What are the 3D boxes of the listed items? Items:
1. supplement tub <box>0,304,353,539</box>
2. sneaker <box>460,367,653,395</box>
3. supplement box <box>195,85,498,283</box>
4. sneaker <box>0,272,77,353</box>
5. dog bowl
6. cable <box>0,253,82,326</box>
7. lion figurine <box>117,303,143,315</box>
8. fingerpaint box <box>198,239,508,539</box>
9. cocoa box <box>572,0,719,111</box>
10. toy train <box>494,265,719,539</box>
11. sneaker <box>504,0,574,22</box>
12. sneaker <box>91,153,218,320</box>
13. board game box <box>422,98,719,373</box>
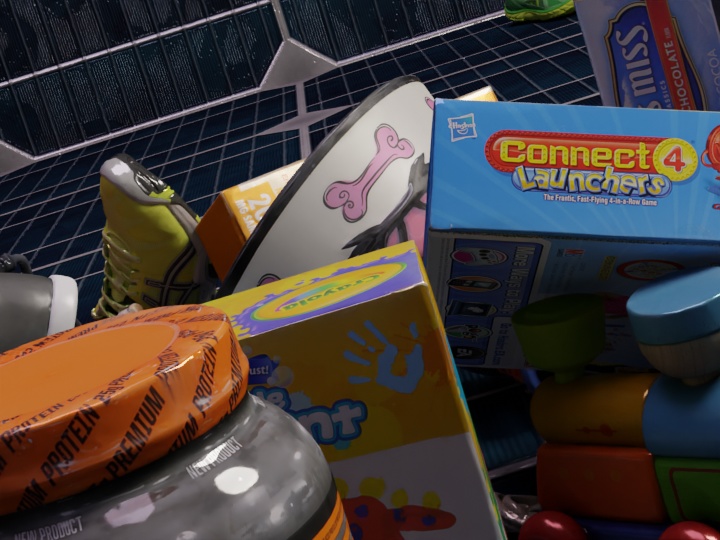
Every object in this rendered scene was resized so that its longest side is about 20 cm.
[{"bbox_3d":[-0.050,0.118,0.479,0.122,0.201,0.123,-17,12,4],"label":"supplement tub"},{"bbox_3d":[0.101,0.034,0.945,0.078,0.076,0.200,-30,15,-33],"label":"sneaker"},{"bbox_3d":[0.016,-0.018,1.124,0.199,0.126,0.074,-24,-8,-24],"label":"supplement box"},{"bbox_3d":[-0.201,0.087,0.812,0.099,0.201,0.071,15,8,-18],"label":"sneaker"},{"bbox_3d":[0.000,0.000,0.958,0.200,0.074,0.200,-51,-12,-15],"label":"dog bowl"},{"bbox_3d":[-0.203,0.097,0.878,0.200,0.164,0.051,-39,26,-30],"label":"cable"},{"bbox_3d":[-0.187,0.099,1.101,0.122,0.073,0.200,-3,32,25],"label":"lion figurine"},{"bbox_3d":[-0.050,0.100,0.640,0.199,0.168,0.073,-18,12,3],"label":"fingerpaint box"},{"bbox_3d":[0.216,-0.090,1.021,0.131,0.201,0.133,-13,14,23],"label":"cocoa box"},{"bbox_3d":[0.087,0.062,0.735,0.085,0.116,0.200,-27,16,-39],"label":"toy train"},{"bbox_3d":[0.268,-0.403,2.583,0.074,0.084,0.200,-25,15,-34],"label":"sneaker"},{"bbox_3d":[-0.136,0.009,1.175,0.076,0.200,0.075,-37,51,-20],"label":"sneaker"},{"bbox_3d":[0.124,-0.006,0.776,0.195,0.056,0.200,3,-18,1],"label":"board game box"}]
